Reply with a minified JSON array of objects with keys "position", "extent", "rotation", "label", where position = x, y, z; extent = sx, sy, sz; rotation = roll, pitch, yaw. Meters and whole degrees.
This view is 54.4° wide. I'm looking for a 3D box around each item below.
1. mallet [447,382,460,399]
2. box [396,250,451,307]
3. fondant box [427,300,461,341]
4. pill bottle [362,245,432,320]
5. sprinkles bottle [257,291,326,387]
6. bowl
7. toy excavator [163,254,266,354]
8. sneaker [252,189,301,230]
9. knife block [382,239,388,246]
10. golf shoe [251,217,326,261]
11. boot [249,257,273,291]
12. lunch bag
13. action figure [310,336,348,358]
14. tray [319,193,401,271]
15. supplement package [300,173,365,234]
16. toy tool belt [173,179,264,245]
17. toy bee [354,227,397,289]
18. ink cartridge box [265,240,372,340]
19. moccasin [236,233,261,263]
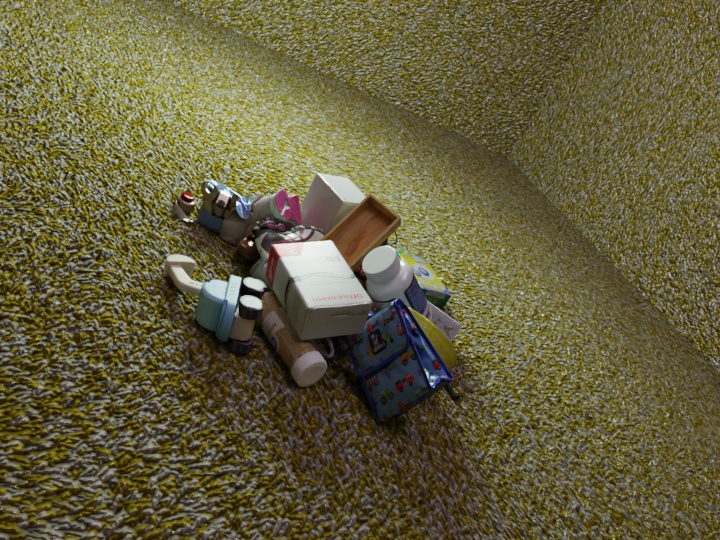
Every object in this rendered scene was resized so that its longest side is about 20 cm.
[{"position":[0.167,0.213,1.614],"extent":[0.065,0.041,0.202],"rotation":[15,33,-36],"label":"mallet"},{"position":[0.162,0.014,1.965],"extent":[0.115,0.049,0.201],"rotation":[14,29,-37],"label":"box"},{"position":[0.150,0.099,1.717],"extent":[0.198,0.059,0.144],"rotation":[35,1,7],"label":"fondant box"},{"position":[0.078,0.047,1.550],"extent":[0.202,0.109,0.112],"rotation":[60,4,-37],"label":"pill bottle"},{"position":[-0.140,0.130,1.351],"extent":[0.067,0.069,0.201],"rotation":[4,36,-46],"label":"sprinkles bottle"},{"position":[0.095,0.177,1.474],"extent":[0.198,0.201,0.108],"rotation":[36,67,9],"label":"bowl"},{"position":[-0.283,0.046,1.320],"extent":[0.195,0.102,0.196],"rotation":[16,26,-13],"label":"toy excavator"},{"position":[-0.189,-0.133,1.594],"extent":[0.200,0.086,0.084],"rotation":[33,49,-74],"label":"sneaker"},{"position":[0.033,-0.044,1.756],"extent":[0.063,0.178,0.199],"rotation":[36,24,11],"label":"knife block"},{"position":[-0.153,-0.054,1.546],"extent":[0.197,0.077,0.090],"rotation":[6,66,-41],"label":"golf shoe"},{"position":[-0.166,-0.001,1.584],"extent":[0.095,0.074,0.200],"rotation":[43,31,4],"label":"boot"},{"position":[0.063,0.165,1.362],"extent":[0.093,0.150,0.203],"rotation":[-4,61,-53],"label":"lunch bag"},{"position":[-0.051,0.104,1.511],"extent":[0.134,0.149,0.200],"rotation":[45,-5,-29],"label":"action figure"},{"position":[-0.009,-0.074,1.569],"extent":[0.098,0.200,0.037],"rotation":[39,-20,20],"label":"tray"},{"position":[-0.080,-0.117,1.725],"extent":[0.118,0.202,0.122],"rotation":[1,38,-48],"label":"supplement package"},{"position":[-0.318,-0.158,1.609],"extent":[0.196,0.124,0.126],"rotation":[26,24,-13],"label":"toy tool belt"},{"position":[0.000,0.000,1.613],"extent":[0.128,0.205,0.109],"rotation":[16,24,19],"label":"toy bee"},{"position":[-0.085,0.036,1.375],"extent":[0.142,0.085,0.201],"rotation":[-4,40,-30],"label":"ink cartridge box"},{"position":[-0.214,-0.065,1.616],"extent":[0.073,0.079,0.200],"rotation":[41,25,20],"label":"moccasin"}]
